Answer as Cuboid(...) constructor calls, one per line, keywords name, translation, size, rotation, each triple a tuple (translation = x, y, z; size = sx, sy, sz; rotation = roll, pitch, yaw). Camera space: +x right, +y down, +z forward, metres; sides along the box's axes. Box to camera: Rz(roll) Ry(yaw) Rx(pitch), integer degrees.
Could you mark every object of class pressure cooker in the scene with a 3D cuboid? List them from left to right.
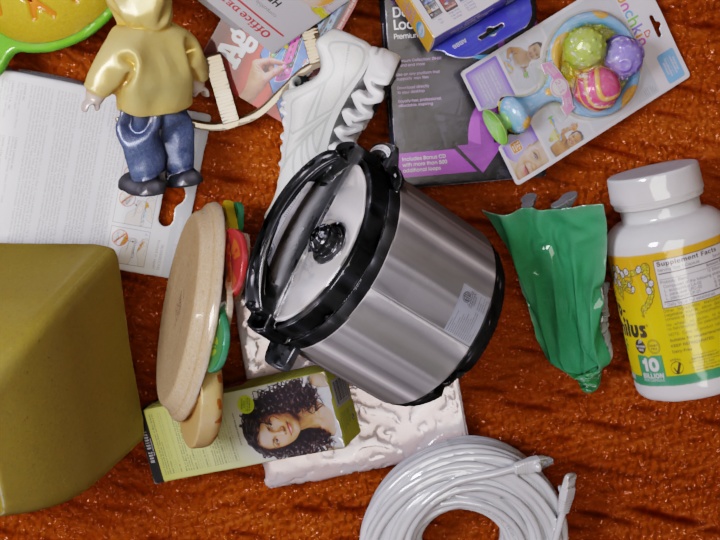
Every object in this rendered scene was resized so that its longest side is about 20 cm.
Cuboid(name="pressure cooker", translation=(0.002, 0.000, 1.176), size=(0.199, 0.177, 0.178), rotation=(30, 130, -30))

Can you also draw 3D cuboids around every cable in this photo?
Cuboid(name="cable", translation=(0.095, 0.253, 1.309), size=(0.198, 0.069, 0.202), rotation=(2, 108, -4))

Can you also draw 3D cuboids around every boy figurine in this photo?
Cuboid(name="boy figurine", translation=(-0.185, -0.165, 1.189), size=(0.124, 0.064, 0.202), rotation=(-20, 113, -35))

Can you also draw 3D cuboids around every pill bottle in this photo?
Cuboid(name="pill bottle", translation=(0.284, 0.007, 1.265), size=(0.112, 0.113, 0.202), rotation=(-14, 99, 1))

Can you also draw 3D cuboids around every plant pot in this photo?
Cuboid(name="plant pot", translation=(-0.319, 0.106, 1.186), size=(0.192, 0.200, 0.198), rotation=(1, 114, 14))

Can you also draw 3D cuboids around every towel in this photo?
Cuboid(name="towel", translation=(-0.009, 0.096, 1.314), size=(0.198, 0.032, 0.193), rotation=(-11, 97, 0))

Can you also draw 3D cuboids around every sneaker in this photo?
Cuboid(name="sneaker", translation=(-0.041, -0.124, 1.246), size=(0.081, 0.075, 0.201), rotation=(29, 114, -5))

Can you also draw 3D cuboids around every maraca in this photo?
Cuboid(name="maraca", translation=(-0.286, -0.251, 1.221), size=(0.199, 0.107, 0.138), rotation=(-30, 75, 6))

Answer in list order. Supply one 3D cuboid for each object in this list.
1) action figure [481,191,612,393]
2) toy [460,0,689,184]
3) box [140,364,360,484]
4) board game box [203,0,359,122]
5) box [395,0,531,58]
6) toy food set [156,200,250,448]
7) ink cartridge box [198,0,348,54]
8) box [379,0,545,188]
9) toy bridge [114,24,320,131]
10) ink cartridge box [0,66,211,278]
Cuboid(name="action figure", translation=(0.190, 0.026, 1.283), size=(0.117, 0.055, 0.202), rotation=(2, 120, 35))
Cuboid(name="toy", translation=(0.200, -0.175, 1.247), size=(0.199, 0.047, 0.116), rotation=(-31, 103, -8))
Cuboid(name="box", translation=(-0.104, 0.139, 1.277), size=(0.198, 0.050, 0.076), rotation=(-15, 96, 22))
Cuboid(name="board game box", translation=(-0.060, -0.245, 1.271), size=(0.102, 0.019, 0.201), rotation=(29, 97, -4))
Cuboid(name="box", translation=(0.070, -0.286, 1.220), size=(0.118, 0.042, 0.201), rotation=(-31, 80, -11))
Cuboid(name="toy food set", translation=(-0.137, 0.037, 1.221), size=(0.048, 0.201, 0.200), rotation=(10, 120, -16))
Cuboid(name="ink cartridge box", translation=(-0.069, -0.261, 1.166), size=(0.199, 0.068, 0.115), rotation=(-30, 135, 28))
Cuboid(name="box", translation=(0.092, -0.180, 1.267), size=(0.141, 0.036, 0.202), rotation=(-6, 97, -7))
Cuboid(name="toy bridge", translation=(-0.125, -0.162, 1.256), size=(0.198, 0.027, 0.068), rotation=(-17, 104, -2))
Cuboid(name="ink cartridge box", translation=(-0.252, -0.089, 1.288), size=(0.198, 0.050, 0.164), rotation=(10, 98, -20))
